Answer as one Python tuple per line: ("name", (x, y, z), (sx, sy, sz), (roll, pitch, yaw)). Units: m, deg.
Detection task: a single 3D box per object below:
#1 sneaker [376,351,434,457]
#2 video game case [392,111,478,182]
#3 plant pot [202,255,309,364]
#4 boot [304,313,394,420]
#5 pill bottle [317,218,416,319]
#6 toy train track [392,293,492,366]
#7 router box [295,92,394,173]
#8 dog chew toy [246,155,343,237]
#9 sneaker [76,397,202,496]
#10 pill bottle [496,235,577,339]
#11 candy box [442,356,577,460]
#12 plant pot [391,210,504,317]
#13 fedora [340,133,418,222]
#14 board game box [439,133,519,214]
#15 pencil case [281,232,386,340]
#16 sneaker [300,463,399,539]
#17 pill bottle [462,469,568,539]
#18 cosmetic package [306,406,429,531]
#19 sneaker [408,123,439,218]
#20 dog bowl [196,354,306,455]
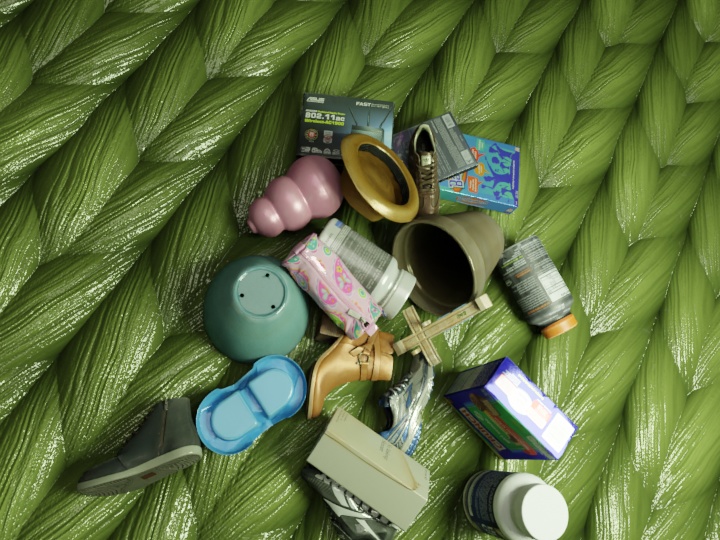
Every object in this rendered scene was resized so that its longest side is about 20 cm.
("sneaker", (0.081, 0.235, 1.000), (0.084, 0.077, 0.202), (18, 69, -3))
("video game case", (0.132, -0.246, 1.159), (0.198, 0.019, 0.144), (-22, 71, -2))
("plant pot", (-0.180, 0.056, 0.959), (0.198, 0.135, 0.203), (4, 71, -13))
("boot", (-0.018, 0.186, 0.993), (0.153, 0.074, 0.202), (17, 72, -12))
("pill bottle", (0.000, 0.000, 1.032), (0.199, 0.114, 0.114), (33, 68, -1))
("toy train track", (0.143, 0.100, 0.969), (0.199, 0.032, 0.116), (-31, 81, 18))
("router box", (-0.030, -0.282, 1.128), (0.197, 0.062, 0.152), (5, 71, -3))
("dog chew toy", (-0.130, -0.135, 1.045), (0.199, 0.125, 0.125), (-34, 83, -12))
("sneaker", (-0.360, 0.288, 0.882), (0.198, 0.075, 0.107), (-19, 56, -6))
("pill bottle", (0.366, 0.038, 1.115), (0.105, 0.106, 0.202), (-23, 80, -19))
("candy box", (0.257, 0.253, 0.969), (0.169, 0.200, 0.077), (45, 70, 4))
("plant pot", (0.190, -0.035, 1.064), (0.173, 0.200, 0.201), (-30, 81, -36))
("fedora", (0.022, -0.162, 1.022), (0.199, 0.082, 0.202), (25, 45, -28))
("board game box", (0.254, -0.221, 1.202), (0.198, 0.045, 0.154), (10, 71, -9))
("pencil case", (-0.046, 0.031, 0.946), (0.087, 0.087, 0.200), (-44, 98, -22))
("sneaker", (-0.026, 0.411, 0.919), (0.199, 0.066, 0.091), (32, 76, 0))
("pill bottle", (0.262, 0.403, 0.921), (0.110, 0.200, 0.112), (4, 71, -12))
("cosmetic package", (0.016, 0.332, 0.918), (0.199, 0.104, 0.074), (33, 101, 3))
("sneaker", (0.125, -0.202, 1.096), (0.070, 0.076, 0.202), (-4, 71, 3))
("dog bowl", (-0.186, 0.233, 0.940), (0.199, 0.050, 0.112), (-34, 80, -17))
